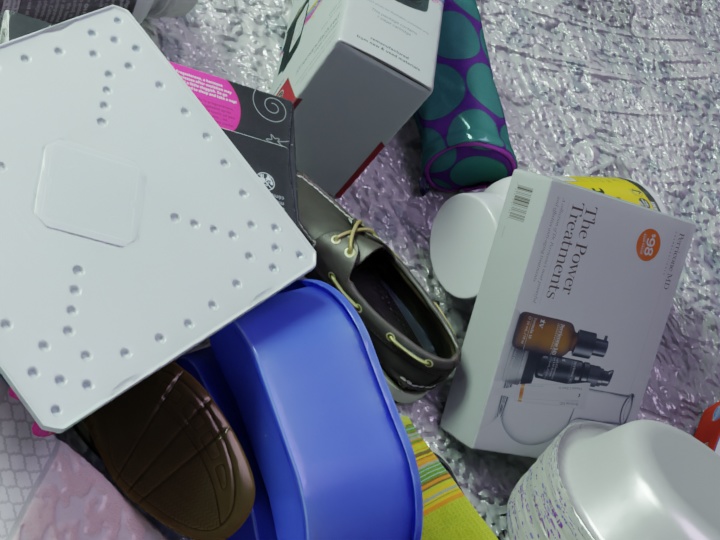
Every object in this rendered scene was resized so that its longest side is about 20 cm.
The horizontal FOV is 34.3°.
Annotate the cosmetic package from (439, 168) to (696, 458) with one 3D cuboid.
[{"bbox_3d":[0.157,0.041,0.877,0.149,0.052,0.203,12,97,-32],"label":"cosmetic package"}]

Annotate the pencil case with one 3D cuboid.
[{"bbox_3d":[0.076,-0.165,1.014,0.084,0.093,0.203,-9,64,-2],"label":"pencil case"}]

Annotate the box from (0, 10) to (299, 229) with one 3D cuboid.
[{"bbox_3d":[-0.151,-0.052,0.744,0.198,0.115,0.134,14,55,-27],"label":"box"}]

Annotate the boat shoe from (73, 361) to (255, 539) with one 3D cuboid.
[{"bbox_3d":[-0.133,0.077,0.680,0.073,0.065,0.200,-43,77,-8],"label":"boat shoe"}]

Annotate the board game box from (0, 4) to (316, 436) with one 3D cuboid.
[{"bbox_3d":[-0.150,-0.036,0.635,0.199,0.026,0.201,-33,82,-41],"label":"board game box"}]

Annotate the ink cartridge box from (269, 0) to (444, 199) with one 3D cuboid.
[{"bbox_3d":[-0.004,-0.184,0.923,0.082,0.146,0.202,24,48,-18],"label":"ink cartridge box"}]

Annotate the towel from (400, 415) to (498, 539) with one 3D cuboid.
[{"bbox_3d":[0.049,0.178,0.741,0.085,0.018,0.200,-22,52,-25],"label":"towel"}]

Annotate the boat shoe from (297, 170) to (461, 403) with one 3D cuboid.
[{"bbox_3d":[0.000,0.000,0.861,0.202,0.061,0.071,52,45,4],"label":"boat shoe"}]

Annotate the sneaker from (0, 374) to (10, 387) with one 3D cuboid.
[{"bbox_3d":[-0.251,0.105,0.587,0.198,0.079,0.097,-6,67,-39],"label":"sneaker"}]

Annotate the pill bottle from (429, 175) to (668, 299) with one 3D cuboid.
[{"bbox_3d":[0.156,-0.022,0.959,0.198,0.111,0.113,-3,63,-37],"label":"pill bottle"}]

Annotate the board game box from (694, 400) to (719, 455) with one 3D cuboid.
[{"bbox_3d":[0.328,0.222,0.973,0.153,0.040,0.200,45,44,-3],"label":"board game box"}]

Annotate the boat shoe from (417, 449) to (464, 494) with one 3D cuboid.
[{"bbox_3d":[0.070,0.209,0.772,0.074,0.062,0.202,5,57,-32],"label":"boat shoe"}]

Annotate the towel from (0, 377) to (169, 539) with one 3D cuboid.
[{"bbox_3d":[-0.175,0.182,0.580,0.192,0.032,0.201,53,41,-29],"label":"towel"}]

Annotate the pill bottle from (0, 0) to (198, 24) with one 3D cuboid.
[{"bbox_3d":[-0.210,-0.219,0.814,0.198,0.111,0.112,-11,68,-41],"label":"pill bottle"}]

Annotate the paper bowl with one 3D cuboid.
[{"bbox_3d":[0.205,0.183,0.783,0.199,0.105,0.201,30,24,-15],"label":"paper bowl"}]

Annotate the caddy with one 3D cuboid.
[{"bbox_3d":[-0.033,0.105,0.709,0.104,0.141,0.202,-7,66,-36],"label":"caddy"}]
